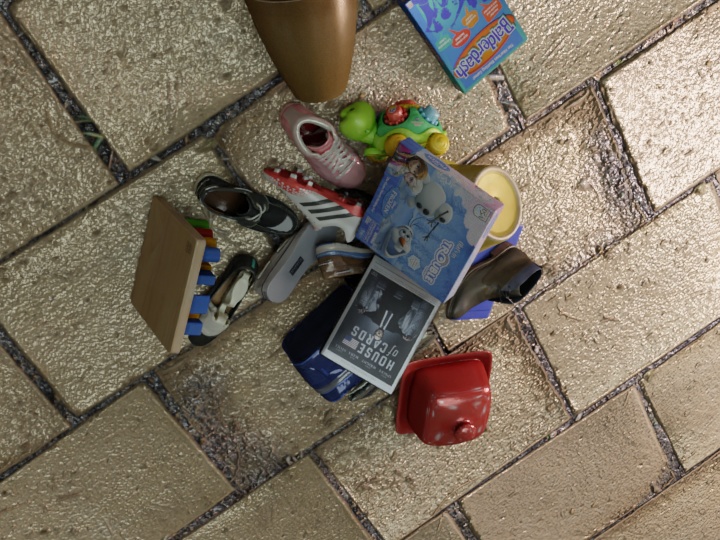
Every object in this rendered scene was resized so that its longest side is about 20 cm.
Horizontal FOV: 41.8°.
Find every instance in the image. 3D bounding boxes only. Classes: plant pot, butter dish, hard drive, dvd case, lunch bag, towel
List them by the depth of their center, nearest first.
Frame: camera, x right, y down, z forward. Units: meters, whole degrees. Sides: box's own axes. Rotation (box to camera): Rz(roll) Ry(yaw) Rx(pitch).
[{"bbox_3d":[-0.082,-0.380,1.520,0.184,0.187,0.202,-19,128,-10],"label":"plant pot"},{"bbox_3d":[0.173,-0.103,1.655,0.199,0.188,0.203,5,82,-39],"label":"plant pot"},{"bbox_3d":[0.038,0.096,1.669,0.149,0.025,0.201,30,84,-6],"label":"dvd case"},{"bbox_3d":[-0.029,0.135,1.760,0.200,0.136,0.133,-41,118,1],"label":"lunch bag"},{"bbox_3d":[0.062,0.173,1.791,0.200,0.192,0.035,-41,80,5],"label":"towel"},{"bbox_3d":[0.239,-0.001,1.823,0.131,0.025,0.202,0,115,-49],"label":"hard drive"},{"bbox_3d":[0.184,0.278,1.869,0.197,0.148,0.202,-7,126,-17],"label":"butter dish"}]

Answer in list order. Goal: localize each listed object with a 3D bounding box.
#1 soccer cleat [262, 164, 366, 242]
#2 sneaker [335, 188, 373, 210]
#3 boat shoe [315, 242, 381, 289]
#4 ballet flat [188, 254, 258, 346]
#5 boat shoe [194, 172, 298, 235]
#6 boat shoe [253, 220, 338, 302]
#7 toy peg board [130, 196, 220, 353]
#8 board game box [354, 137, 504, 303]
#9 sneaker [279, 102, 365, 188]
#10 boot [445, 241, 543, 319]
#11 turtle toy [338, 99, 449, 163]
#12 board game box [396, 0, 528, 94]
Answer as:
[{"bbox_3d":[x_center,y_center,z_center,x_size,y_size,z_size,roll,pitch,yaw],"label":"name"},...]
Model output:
[{"bbox_3d":[-0.085,-0.118,1.647,0.198,0.069,0.086,23,109,1],"label":"soccer cleat"},{"bbox_3d":[0.026,-0.084,1.726,0.198,0.076,0.091,22,110,-23],"label":"sneaker"},{"bbox_3d":[0.000,0.000,1.721,0.198,0.072,0.073,8,74,-37],"label":"boat shoe"},{"bbox_3d":[-0.250,0.060,1.695,0.068,0.068,0.201,27,101,-24],"label":"ballet flat"},{"bbox_3d":[-0.195,-0.104,1.647,0.198,0.068,0.072,22,102,-26],"label":"boat shoe"},{"bbox_3d":[-0.119,-0.029,1.702,0.201,0.065,0.072,-56,133,-14],"label":"boat shoe"},{"bbox_3d":[-0.294,0.006,1.598,0.097,0.199,0.202,3,112,-36],"label":"toy peg board"},{"bbox_3d":[0.110,-0.082,1.568,0.198,0.043,0.201,36,125,15],"label":"board game box"},{"bbox_3d":[-0.056,-0.203,1.631,0.075,0.105,0.200,-45,119,2],"label":"sneaker"},{"bbox_3d":[0.250,0.032,1.756,0.200,0.097,0.075,-45,141,-18],"label":"boot"},{"bbox_3d":[0.058,-0.244,1.642,0.198,0.146,0.102,-3,91,-18],"label":"turtle toy"},{"bbox_3d":[0.180,-0.435,1.644,0.152,0.045,0.200,-41,119,1],"label":"board game box"}]
